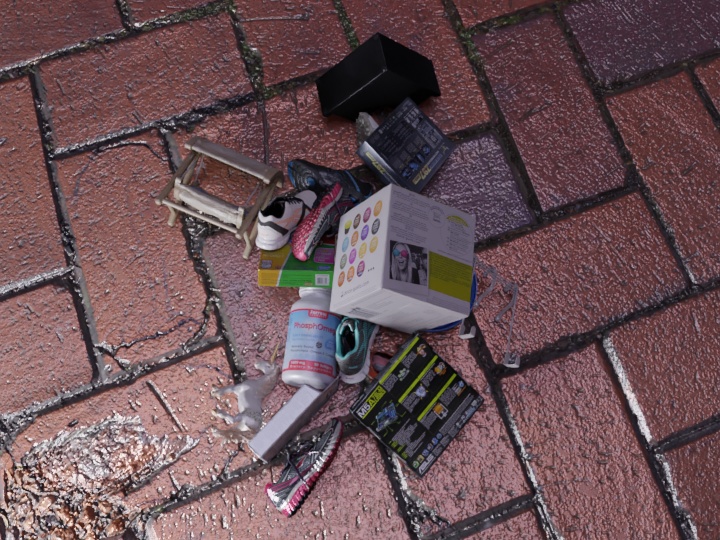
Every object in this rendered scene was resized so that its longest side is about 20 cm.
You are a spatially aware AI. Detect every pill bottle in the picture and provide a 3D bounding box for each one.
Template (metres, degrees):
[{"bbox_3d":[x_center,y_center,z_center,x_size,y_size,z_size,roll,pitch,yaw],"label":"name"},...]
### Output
[{"bbox_3d":[-0.093,0.126,1.476,0.106,0.109,0.205,6,72,0],"label":"pill bottle"}]

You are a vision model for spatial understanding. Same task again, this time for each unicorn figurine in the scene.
[{"bbox_3d":[-0.223,0.248,1.449,0.134,0.074,0.204,1,62,-12],"label":"unicorn figurine"}]

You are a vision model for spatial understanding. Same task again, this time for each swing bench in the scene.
[{"bbox_3d":[-0.288,-0.168,1.553,0.195,0.130,0.204,22,72,5],"label":"swing bench"}]

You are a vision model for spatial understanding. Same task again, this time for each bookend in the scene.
[{"bbox_3d":[0.040,-0.407,1.651,0.198,0.197,0.094,7,64,-47],"label":"bookend"}]

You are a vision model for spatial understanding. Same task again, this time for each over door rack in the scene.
[{"bbox_3d":[0.250,0.082,1.486,0.146,0.066,0.204,31,49,-28],"label":"over door rack"}]

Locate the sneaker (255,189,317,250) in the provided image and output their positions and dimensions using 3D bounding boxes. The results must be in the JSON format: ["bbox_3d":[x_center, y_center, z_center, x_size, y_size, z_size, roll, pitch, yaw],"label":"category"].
[{"bbox_3d":[-0.142,-0.120,1.510,0.072,0.082,0.200,16,38,21],"label":"sneaker"}]

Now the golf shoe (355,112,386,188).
[{"bbox_3d":[0.059,-0.264,1.640,0.096,0.078,0.203,-21,78,-28],"label":"golf shoe"}]

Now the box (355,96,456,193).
[{"bbox_3d":[0.100,-0.258,1.585,0.157,0.051,0.201,43,52,-6],"label":"box"}]

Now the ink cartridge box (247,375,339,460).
[{"bbox_3d":[-0.122,0.269,1.382,0.043,0.197,0.200,42,75,9],"label":"ink cartridge box"}]

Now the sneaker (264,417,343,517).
[{"bbox_3d":[-0.101,0.363,1.408,0.074,0.081,0.201,34,74,12],"label":"sneaker"}]

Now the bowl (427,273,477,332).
[{"bbox_3d":[0.145,0.030,1.545,0.195,0.039,0.206,3,72,-8],"label":"bowl"}]

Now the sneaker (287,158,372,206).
[{"bbox_3d":[-0.067,-0.189,1.612,0.197,0.074,0.082,30,47,9],"label":"sneaker"}]

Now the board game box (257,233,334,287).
[{"bbox_3d":[-0.126,-0.045,1.512,0.149,0.041,0.202,1,38,-2],"label":"board game box"}]

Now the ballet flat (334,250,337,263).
[{"bbox_3d":[0.012,-0.087,1.559,0.069,0.070,0.201,32,65,8],"label":"ballet flat"}]

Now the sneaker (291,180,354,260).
[{"bbox_3d":[-0.070,-0.093,1.486,0.075,0.080,0.202,45,52,-18],"label":"sneaker"}]

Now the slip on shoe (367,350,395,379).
[{"bbox_3d":[0.097,0.214,1.482,0.196,0.061,0.075,23,71,4],"label":"slip on shoe"}]

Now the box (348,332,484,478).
[{"bbox_3d":[0.110,0.260,1.435,0.193,0.047,0.201,42,83,-5],"label":"box"}]

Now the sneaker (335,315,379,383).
[{"bbox_3d":[-0.009,0.113,1.454,0.076,0.092,0.204,-4,57,17],"label":"sneaker"}]

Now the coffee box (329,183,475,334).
[{"bbox_3d":[0.079,-0.014,1.393,0.196,0.199,0.203,16,69,-26],"label":"coffee box"}]
